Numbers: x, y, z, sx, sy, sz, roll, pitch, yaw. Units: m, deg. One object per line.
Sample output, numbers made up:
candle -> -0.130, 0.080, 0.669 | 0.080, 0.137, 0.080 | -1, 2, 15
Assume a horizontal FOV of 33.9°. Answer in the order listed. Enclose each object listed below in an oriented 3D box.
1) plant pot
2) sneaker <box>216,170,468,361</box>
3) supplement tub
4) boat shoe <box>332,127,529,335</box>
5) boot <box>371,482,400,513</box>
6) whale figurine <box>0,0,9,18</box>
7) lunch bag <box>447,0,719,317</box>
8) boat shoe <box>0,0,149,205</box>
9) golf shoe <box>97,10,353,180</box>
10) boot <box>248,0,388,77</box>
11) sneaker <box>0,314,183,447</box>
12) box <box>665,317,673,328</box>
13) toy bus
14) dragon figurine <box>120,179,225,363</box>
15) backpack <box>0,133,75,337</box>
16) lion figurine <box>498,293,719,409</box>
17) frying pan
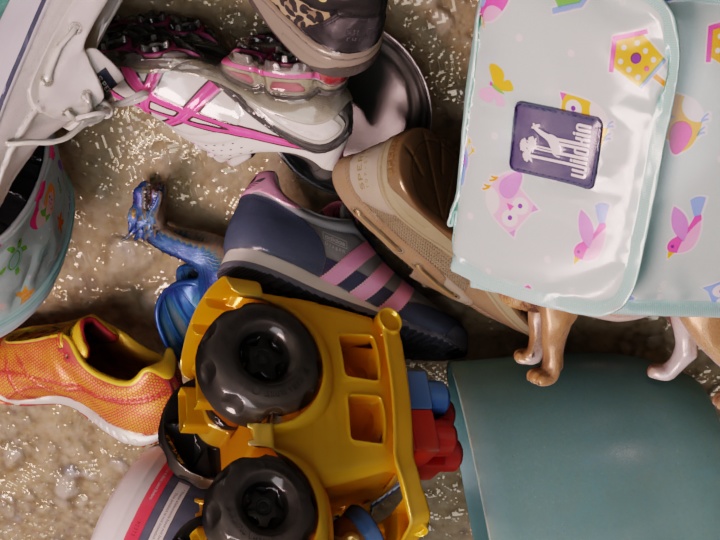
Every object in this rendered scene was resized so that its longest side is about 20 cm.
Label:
plant pot -> 0.152, 0.145, 0.770 | 0.159, 0.201, 0.203 | -11, 116, 1
sneaker -> 0.000, 0.000, 0.779 | 0.199, 0.083, 0.070 | 26, 152, -36
supplement tub -> -0.078, 0.214, 0.794 | 0.198, 0.141, 0.142 | 22, 119, 6
boat shoe -> 0.061, -0.020, 0.751 | 0.064, 0.072, 0.200 | -10, 142, 38
boot -> -0.016, 0.176, 0.882 | 0.198, 0.073, 0.091 | -25, 117, 29
whale figurine -> -0.227, -0.195, 0.696 | 0.197, 0.104, 0.161 | -12, 114, 11
lunch bag -> 0.146, -0.069, 0.585 | 0.197, 0.122, 0.173 | 3, 114, -3
boat shoe -> -0.161, -0.110, 0.661 | 0.085, 0.075, 0.204 | 23, 88, -11
golf shoe -> -0.099, -0.104, 0.727 | 0.198, 0.073, 0.093 | 13, 124, 21
boot -> -0.046, -0.215, 0.622 | 0.200, 0.073, 0.151 | 50, 151, 11
sneaker -> -0.205, 0.059, 0.830 | 0.198, 0.073, 0.078 | 10, 118, 22
box -> 0.187, -0.064, 0.721 | 0.100, 0.075, 0.201 | -31, 111, 21
toy bus -> -0.019, 0.121, 0.713 | 0.190, 0.202, 0.136 | 7, 149, -22
dragon figurine -> -0.104, 0.026, 0.817 | 0.098, 0.059, 0.202 | -4, 116, 10
backpack -> -0.283, -0.032, 0.750 | 0.197, 0.179, 0.152 | -4, 139, 5
lion figurine -> 0.153, 0.007, 0.693 | 0.197, 0.073, 0.124 | 6, 105, -1
frying pan -> -0.037, -0.126, 0.744 | 0.189, 0.031, 0.115 | 39, 121, 1
